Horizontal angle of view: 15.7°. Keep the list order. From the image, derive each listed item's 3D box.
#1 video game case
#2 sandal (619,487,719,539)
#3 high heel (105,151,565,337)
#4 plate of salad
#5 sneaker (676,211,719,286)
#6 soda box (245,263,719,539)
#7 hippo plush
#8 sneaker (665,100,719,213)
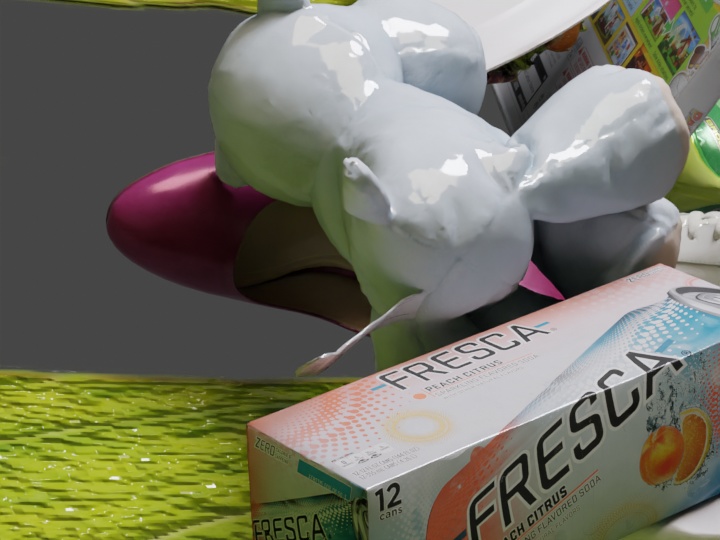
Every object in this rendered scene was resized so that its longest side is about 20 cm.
[{"bbox_3d":[0.134,-0.116,1.241,0.023,0.182,0.200,29,21,-19],"label":"video game case"},{"bbox_3d":[0.157,0.104,0.955,0.205,0.060,0.079,-1,20,16],"label":"sandal"},{"bbox_3d":[0.000,0.000,1.054,0.199,0.068,0.096,2,28,-25],"label":"high heel"},{"bbox_3d":[0.043,-0.100,1.228,0.199,0.048,0.200,-22,16,7],"label":"plate of salad"},{"bbox_3d":[0.158,-0.003,1.115,0.199,0.100,0.075,25,29,21],"label":"sneaker"},{"bbox_3d":[0.058,0.061,0.913,0.199,0.064,0.068,-20,29,-34],"label":"soda box"},{"bbox_3d":[0.008,-0.023,0.995,0.199,0.160,0.161,-15,39,-39],"label":"hippo plush"},{"bbox_3d":[0.180,-0.081,1.326,0.083,0.074,0.200,13,35,0],"label":"sneaker"}]
